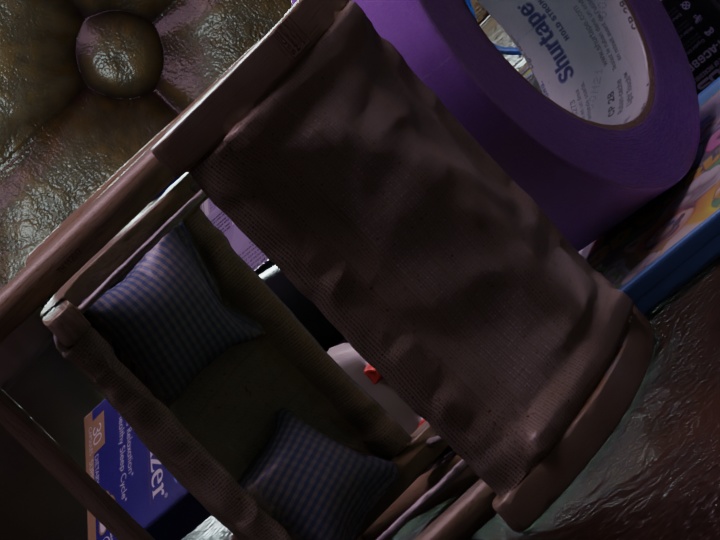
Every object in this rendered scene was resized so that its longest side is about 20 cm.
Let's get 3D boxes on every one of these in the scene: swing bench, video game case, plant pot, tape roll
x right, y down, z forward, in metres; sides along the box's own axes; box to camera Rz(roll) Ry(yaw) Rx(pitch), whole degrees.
[{"bbox_3d":[-0.022,0.028,0.764,0.200,0.199,0.130,-40,10,24],"label":"swing bench"},{"bbox_3d":[0.145,-0.035,0.889,0.143,0.018,0.200,-41,9,20],"label":"video game case"},{"bbox_3d":[-0.236,0.131,1.303,0.200,0.174,0.200,-43,8,8],"label":"plant pot"},{"bbox_3d":[0.064,-0.106,0.873,0.066,0.200,0.200,-36,12,35],"label":"tape roll"}]

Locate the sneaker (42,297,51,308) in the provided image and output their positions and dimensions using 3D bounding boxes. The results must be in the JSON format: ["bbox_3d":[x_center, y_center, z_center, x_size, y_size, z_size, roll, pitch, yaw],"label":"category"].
[{"bbox_3d":[-0.171,0.018,1.226,0.200,0.085,0.078,132,147,-87],"label":"sneaker"}]

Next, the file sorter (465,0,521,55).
[{"bbox_3d":[0.133,-0.220,1.249,0.122,0.139,0.200,6,41,37],"label":"file sorter"}]

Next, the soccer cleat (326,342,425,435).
[{"bbox_3d":[-0.008,0.070,0.939,0.200,0.069,0.078,-38,7,47],"label":"soccer cleat"}]

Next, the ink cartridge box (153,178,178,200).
[{"bbox_3d":[-0.039,-0.080,1.440,0.200,0.200,0.041,-41,54,17],"label":"ink cartridge box"}]

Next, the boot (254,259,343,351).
[{"bbox_3d":[0.000,-0.001,0.977,0.162,0.073,0.198,-30,0,-31],"label":"boot"}]

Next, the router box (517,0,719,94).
[{"bbox_3d":[0.135,-0.101,1.091,0.200,0.062,0.150,-40,11,23],"label":"router box"}]

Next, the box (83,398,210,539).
[{"bbox_3d":[-0.099,0.090,1.143,0.200,0.032,0.121,-40,41,33],"label":"box"}]

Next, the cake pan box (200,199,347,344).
[{"bbox_3d":[-0.046,-0.005,1.193,0.200,0.052,0.185,-39,45,35],"label":"cake pan box"}]
